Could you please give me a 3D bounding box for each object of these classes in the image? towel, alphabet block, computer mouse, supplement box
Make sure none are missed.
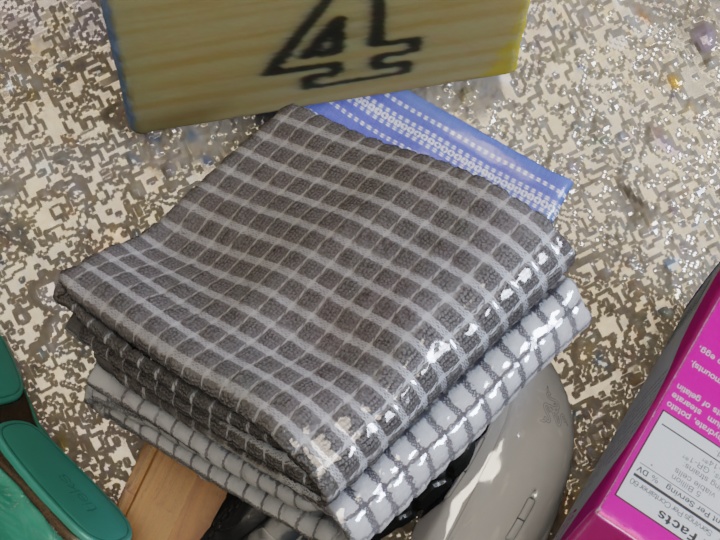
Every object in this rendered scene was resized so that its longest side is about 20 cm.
[{"bbox_3d":[-0.023,0.015,1.030,0.200,0.086,0.166,27,62,40],"label":"towel"},{"bbox_3d":[0.000,0.000,1.141,0.144,0.024,0.201,30,70,3],"label":"towel"},{"bbox_3d":[-0.033,-0.196,1.094,0.199,0.196,0.196,-10,75,-4],"label":"alphabet block"},{"bbox_3d":[0.060,0.129,1.115,0.109,0.044,0.201,27,77,-37],"label":"computer mouse"},{"bbox_3d":[0.172,0.087,1.077,0.103,0.101,0.200,34,56,4],"label":"supplement box"}]

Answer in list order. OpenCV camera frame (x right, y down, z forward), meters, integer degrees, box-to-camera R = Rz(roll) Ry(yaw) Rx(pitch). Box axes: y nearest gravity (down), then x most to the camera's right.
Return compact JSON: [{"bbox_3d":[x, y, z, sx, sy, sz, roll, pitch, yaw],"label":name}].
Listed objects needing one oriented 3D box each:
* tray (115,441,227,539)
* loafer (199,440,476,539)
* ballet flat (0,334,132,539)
[{"bbox_3d":[-0.076,0.138,1.134,0.098,0.037,0.201,25,81,2],"label":"tray"},{"bbox_3d":[-0.034,0.115,1.079,0.200,0.068,0.071,-42,57,13],"label":"loafer"},{"bbox_3d":[-0.187,0.085,1.118,0.070,0.067,0.200,-50,64,24],"label":"ballet flat"}]
